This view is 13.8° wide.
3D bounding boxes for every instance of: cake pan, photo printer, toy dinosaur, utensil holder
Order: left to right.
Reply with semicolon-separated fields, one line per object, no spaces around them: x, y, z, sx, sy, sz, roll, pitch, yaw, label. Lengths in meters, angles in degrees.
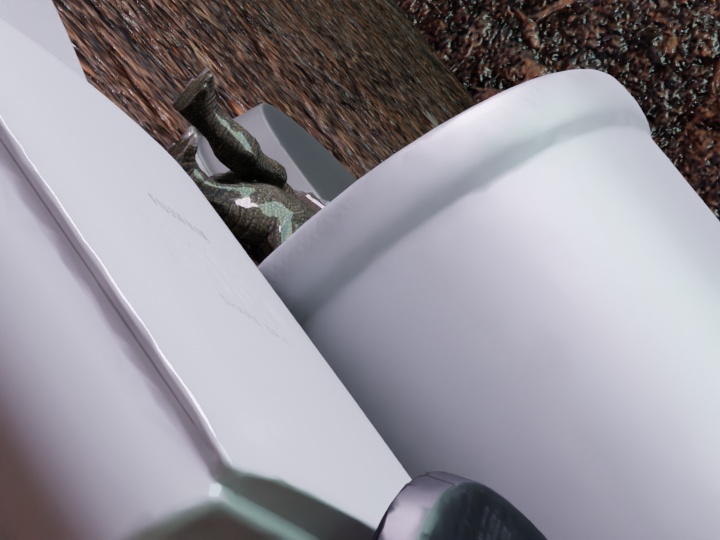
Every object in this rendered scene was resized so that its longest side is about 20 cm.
-0.064;0.017;0.727;0.200;0.069;0.166;53;8;32;photo printer
-0.034;-0.001;0.988;0.102;0.077;0.200;38;7;-20;toy dinosaur
0.000;0.000;1.345;0.200;0.037;0.200;47;7;-8;cake pan
0.067;0.072;0.856;0.200;0.170;0.170;53;8;16;utensil holder

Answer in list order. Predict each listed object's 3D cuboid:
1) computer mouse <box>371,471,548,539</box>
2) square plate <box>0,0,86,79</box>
0.043;0.147;0.675;0.200;0.046;0.141;45;42;-36;computer mouse
-0.178;-0.140;1.048;0.198;0.028;0.200;43;9;-32;square plate
